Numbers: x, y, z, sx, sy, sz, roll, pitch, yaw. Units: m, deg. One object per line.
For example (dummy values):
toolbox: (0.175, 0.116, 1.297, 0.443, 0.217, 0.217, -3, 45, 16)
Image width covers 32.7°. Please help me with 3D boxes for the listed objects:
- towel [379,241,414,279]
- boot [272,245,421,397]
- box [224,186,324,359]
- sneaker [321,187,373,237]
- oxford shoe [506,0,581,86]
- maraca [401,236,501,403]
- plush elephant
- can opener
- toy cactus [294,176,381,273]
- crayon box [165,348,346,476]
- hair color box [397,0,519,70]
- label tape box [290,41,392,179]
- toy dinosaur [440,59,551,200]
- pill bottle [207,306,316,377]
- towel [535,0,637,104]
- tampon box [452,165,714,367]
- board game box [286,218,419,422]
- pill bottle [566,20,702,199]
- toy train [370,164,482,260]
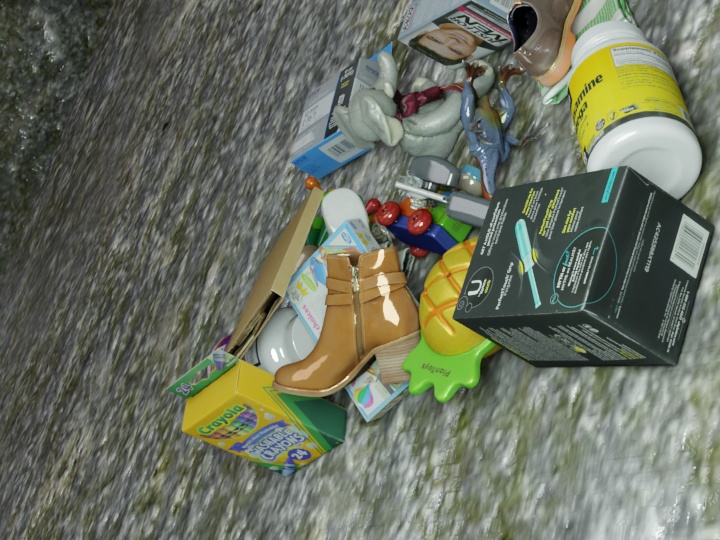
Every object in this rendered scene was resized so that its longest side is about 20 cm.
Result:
towel: (-0.015, 0.063, 1.618, 0.199, 0.034, 0.195, -15, 53, 54)
boot: (-0.026, 0.059, 1.409, 0.198, 0.077, 0.157, -11, 96, 29)
box: (-0.109, 0.010, 1.528, 0.164, 0.021, 0.201, -53, 12, 42)
sneaker: (0.000, 0.000, 1.553, 0.089, 0.074, 0.202, 91, 166, -75)
oxford shoe: (0.219, -0.317, 1.476, 0.071, 0.072, 0.202, -37, 35, 43)
maraca: (0.115, 0.049, 1.324, 0.136, 0.107, 0.201, 7, 64, 53)
plush elephant: (0.050, -0.212, 1.623, 0.164, 0.154, 0.202, 7, 70, 61)
can opener: (0.124, -0.081, 1.390, 0.199, 0.052, 0.067, 24, 97, 33)
toy cactus: (-0.053, -0.047, 1.699, 0.166, 0.102, 0.199, -54, 27, -13)
crayon box: (-0.132, 0.182, 1.531, 0.125, 0.199, 0.052, -36, 37, 39)
hair color box: (0.142, -0.332, 1.617, 0.199, 0.098, 0.061, -10, 59, 64)
label tape box: (-0.027, -0.259, 1.897, 0.143, 0.066, 0.202, -25, 46, 49)
toy dinosaur: (0.163, -0.156, 1.466, 0.200, 0.104, 0.184, 151, 124, -77)
pill bottle: (-0.109, 0.115, 1.597, 0.199, 0.112, 0.114, -27, 43, 50)
towel: (0.258, -0.304, 1.498, 0.153, 0.023, 0.201, -46, 32, 30)
tampon box: (0.212, 0.002, 1.189, 0.199, 0.126, 0.151, -7, 59, 58)
board game box: (0.004, 0.059, 1.463, 0.134, 0.034, 0.201, -43, 71, 30)
pill bottle: (0.272, -0.163, 1.251, 0.112, 0.112, 0.201, -42, 33, 32)
toy train: (0.077, -0.085, 1.541, 0.116, 0.085, 0.199, -55, 31, -10)
